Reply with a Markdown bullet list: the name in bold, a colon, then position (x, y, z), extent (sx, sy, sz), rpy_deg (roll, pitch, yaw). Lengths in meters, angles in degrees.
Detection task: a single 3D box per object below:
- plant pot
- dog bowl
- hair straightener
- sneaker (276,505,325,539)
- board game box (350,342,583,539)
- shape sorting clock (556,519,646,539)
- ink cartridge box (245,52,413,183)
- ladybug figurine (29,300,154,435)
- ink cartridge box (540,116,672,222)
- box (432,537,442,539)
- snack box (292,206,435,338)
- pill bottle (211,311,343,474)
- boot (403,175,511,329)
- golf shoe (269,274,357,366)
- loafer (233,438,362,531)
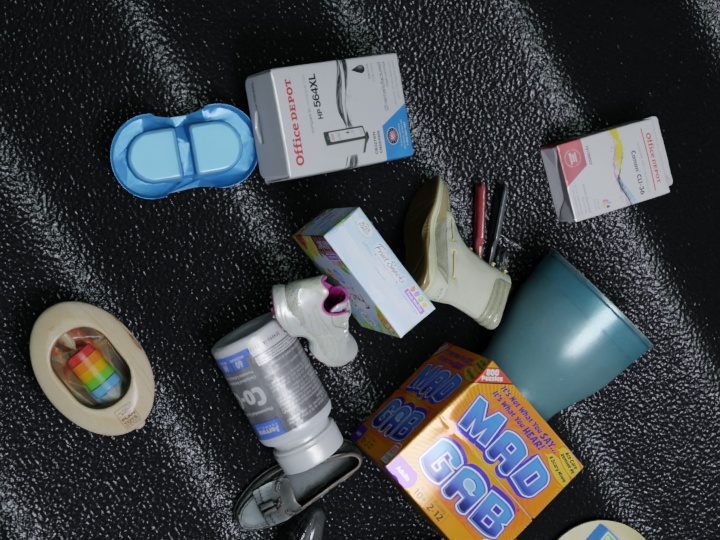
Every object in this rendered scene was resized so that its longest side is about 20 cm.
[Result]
- **plant pot**: position (0.278, 0.104, 1.613), extent (0.200, 0.200, 0.188), rpy_deg (42, 96, -13)
- **dog bowl**: position (-0.238, -0.160, 1.528), extent (0.198, 0.050, 0.112), rpy_deg (-11, 95, -15)
- **hair straightener**: position (0.202, -0.028, 1.654), extent (0.076, 0.041, 0.202), rpy_deg (0, 93, -14)
- **sneaker**: position (-0.081, 0.427, 1.592), extent (0.090, 0.076, 0.201), rpy_deg (16, 98, -21)
- **board game box**: position (0.141, 0.250, 1.568), extent (0.200, 0.200, 0.200), rpy_deg (-43, 102, -8)
- **shape sorting clock**: position (0.362, 0.478, 1.721), extent (0.198, 0.039, 0.202), rpy_deg (-1, 93, -13)
- **ink cartridge box**: position (-0.041, -0.207, 1.537), extent (0.199, 0.084, 0.147), rpy_deg (-14, 97, -30)
- **ladybug figurine**: position (-0.353, 0.130, 1.499), extent (0.135, 0.072, 0.201), rpy_deg (-36, 100, -11)
- **ink cartridge box**: position (0.380, -0.154, 1.682), extent (0.199, 0.067, 0.117), rpy_deg (-18, 97, -13)
- **box**: position (0.095, 0.476, 1.567), extent (0.148, 0.200, 0.125), rpy_deg (-21, 98, -12)
- **snack box**: position (0.000, 0.000, 1.520), extent (0.068, 0.200, 0.169), rpy_deg (-39, 102, -9)
- **pill bottle**: position (-0.109, 0.167, 1.544), extent (0.113, 0.114, 0.201), rpy_deg (-29, 99, -12)
- **boot**: position (0.139, -0.025, 1.601), extent (0.154, 0.072, 0.201), rpy_deg (26, 50, -25)
- **golf shoe**: position (-0.041, 0.070, 1.530), extent (0.091, 0.200, 0.076), rpy_deg (-24, 56, 17)
- **loafer**: position (-0.086, 0.299, 1.582), extent (0.199, 0.063, 0.072), rpy_deg (-31, 100, -12)
